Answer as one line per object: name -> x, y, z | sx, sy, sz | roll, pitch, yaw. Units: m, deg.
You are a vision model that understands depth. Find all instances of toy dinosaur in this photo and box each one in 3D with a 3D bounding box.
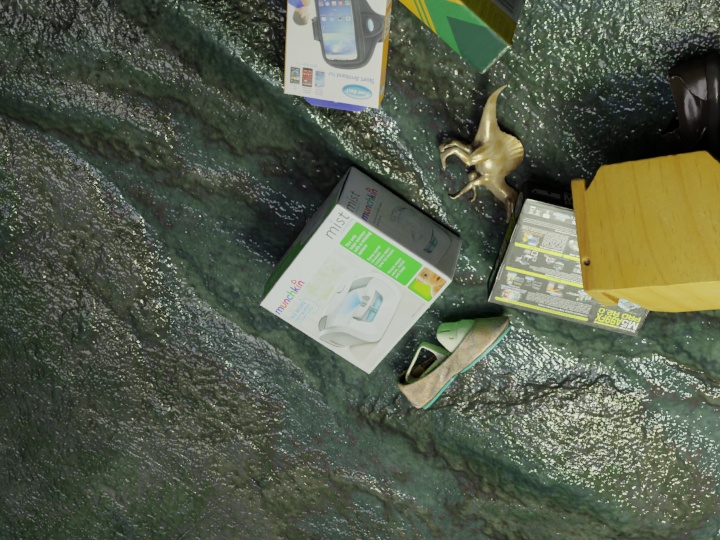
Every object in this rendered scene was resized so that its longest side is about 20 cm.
toy dinosaur -> 0.145, -0.144, 1.633 | 0.100, 0.058, 0.201 | -11, 129, 4

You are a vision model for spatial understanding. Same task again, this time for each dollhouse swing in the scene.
dollhouse swing -> 0.375, -0.038, 1.556 | 0.198, 0.175, 0.184 | -7, 91, 35

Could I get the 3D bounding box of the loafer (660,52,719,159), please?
loafer -> 0.378, -0.151, 1.552 | 0.071, 0.073, 0.202 | 3, 116, 19

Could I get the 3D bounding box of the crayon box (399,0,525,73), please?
crayon box -> 0.084, -0.318, 1.476 | 0.200, 0.127, 0.051 | 40, 124, -12

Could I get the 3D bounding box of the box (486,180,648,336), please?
box -> 0.271, -0.013, 1.667 | 0.198, 0.044, 0.161 | 13, 127, -4

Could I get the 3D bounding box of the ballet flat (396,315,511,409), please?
ballet flat -> 0.115, 0.110, 1.797 | 0.067, 0.068, 0.200 | 40, 123, -5

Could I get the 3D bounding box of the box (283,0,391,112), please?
box -> -0.027, -0.273, 1.589 | 0.118, 0.042, 0.202 | 10, 123, 8

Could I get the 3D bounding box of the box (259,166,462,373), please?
box -> 0.000, 0.000, 1.734 | 0.176, 0.097, 0.200 | 33, 126, -11
